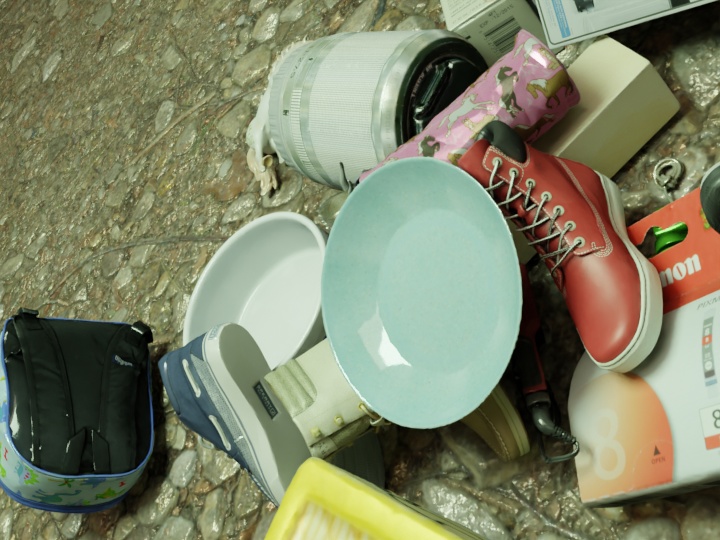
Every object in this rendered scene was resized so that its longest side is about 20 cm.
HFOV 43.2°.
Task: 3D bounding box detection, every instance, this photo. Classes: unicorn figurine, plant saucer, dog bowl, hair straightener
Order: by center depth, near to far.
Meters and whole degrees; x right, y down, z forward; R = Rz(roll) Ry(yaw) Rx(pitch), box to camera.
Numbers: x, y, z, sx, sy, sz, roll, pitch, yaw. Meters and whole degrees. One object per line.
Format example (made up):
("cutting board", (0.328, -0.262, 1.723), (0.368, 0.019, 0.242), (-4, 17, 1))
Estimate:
("plant saucer", (0.050, 0.017, 0.694), (0.200, 0.038, 0.204), (0, 90, 45))
("hair straightener", (0.141, 0.080, 0.723), (0.040, 0.077, 0.201), (-18, 35, 6))
("dog bowl", (-0.088, 0.045, 0.941), (0.199, 0.079, 0.202), (-21, 53, 31))
("unicorn figurine", (-0.090, -0.201, 1.094), (0.201, 0.074, 0.138), (-51, 32, 13))

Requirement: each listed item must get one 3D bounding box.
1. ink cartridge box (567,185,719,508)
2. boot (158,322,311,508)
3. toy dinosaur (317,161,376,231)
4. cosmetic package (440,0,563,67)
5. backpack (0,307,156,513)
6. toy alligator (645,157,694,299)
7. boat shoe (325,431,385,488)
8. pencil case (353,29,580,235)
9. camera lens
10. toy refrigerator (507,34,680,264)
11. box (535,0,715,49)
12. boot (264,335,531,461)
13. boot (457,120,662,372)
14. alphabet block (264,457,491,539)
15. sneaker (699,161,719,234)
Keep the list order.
("ink cartridge box", (0.207, 0.050, 0.632), (0.162, 0.050, 0.202), (-37, 54, 53))
("boot", (-0.107, 0.149, 0.843), (0.090, 0.073, 0.202), (-24, 94, 33))
("toy dinosaur", (0.000, 0.000, 0.857), (0.077, 0.101, 0.203), (16, 103, 52))
("cosmetic package", (0.132, -0.303, 0.941), (0.087, 0.103, 0.202), (-28, 51, 24))
("backpack", (-0.322, 0.167, 1.012), (0.147, 0.181, 0.201), (-53, 41, 37))
("toy alligator", (0.244, -0.018, 0.699), (0.059, 0.054, 0.202), (-23, 52, 30))
("boat shoe", (-0.021, 0.212, 0.787), (0.062, 0.072, 0.202), (-27, 51, 34))
("pencil case", (0.091, -0.110, 0.764), (0.200, 0.083, 0.087), (-42, 53, 7))
("camera lens", (0.024, -0.154, 0.904), (0.199, 0.160, 0.161), (13, 74, 46))
("toy refrigerator", (0.177, -0.101, 0.803), (0.200, 0.070, 0.076), (-46, 37, 9))
("box", (0.263, -0.256, 0.782), (0.198, 0.061, 0.116), (-10, 18, 38))
("boot", (0.027, 0.114, 0.749), (0.154, 0.072, 0.200), (-35, 56, -15))
("boot", (0.133, -0.025, 0.656), (0.073, 0.143, 0.201), (-49, 28, 33))
("alphabet block", (0.040, 0.269, 0.601), (0.194, 0.200, 0.198), (15, 75, 45))
("sneaker", (0.299, -0.071, 0.613), (0.116, 0.198, 0.076), (-107, 22, -47))
